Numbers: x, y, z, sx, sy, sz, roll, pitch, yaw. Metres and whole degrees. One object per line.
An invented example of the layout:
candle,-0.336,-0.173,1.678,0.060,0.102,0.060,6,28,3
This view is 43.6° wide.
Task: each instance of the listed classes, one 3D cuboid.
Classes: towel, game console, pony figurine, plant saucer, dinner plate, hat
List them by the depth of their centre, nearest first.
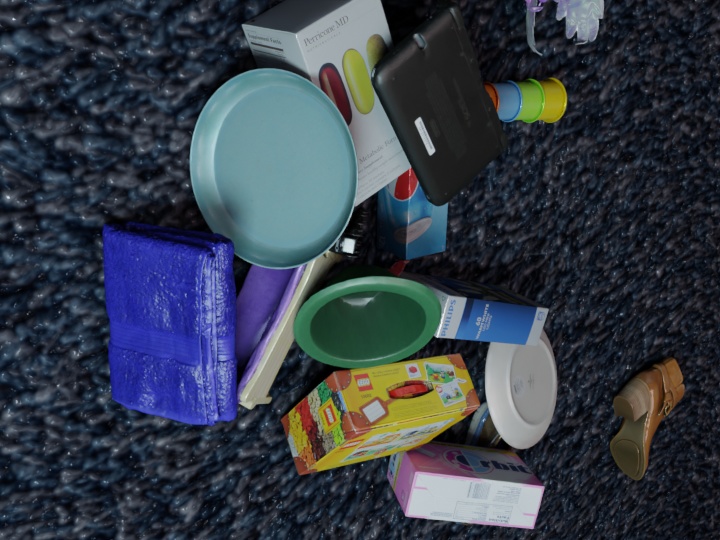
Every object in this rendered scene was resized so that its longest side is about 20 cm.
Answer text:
towel,-0.197,0.057,0.917,0.050,0.146,0.202,-48,143,-66
plant saucer,-0.086,-0.103,0.919,0.027,0.199,0.202,-23,124,-61
game console,0.082,-0.207,0.996,0.176,0.116,0.201,-42,133,-11
hat,0.000,0.000,1.042,0.164,0.177,0.201,-2,144,-7
pony figurine,0.214,-0.371,1.084,0.198,0.166,0.195,6,97,-24
dinner plate,0.248,0.163,1.337,0.199,0.024,0.202,8,79,-47

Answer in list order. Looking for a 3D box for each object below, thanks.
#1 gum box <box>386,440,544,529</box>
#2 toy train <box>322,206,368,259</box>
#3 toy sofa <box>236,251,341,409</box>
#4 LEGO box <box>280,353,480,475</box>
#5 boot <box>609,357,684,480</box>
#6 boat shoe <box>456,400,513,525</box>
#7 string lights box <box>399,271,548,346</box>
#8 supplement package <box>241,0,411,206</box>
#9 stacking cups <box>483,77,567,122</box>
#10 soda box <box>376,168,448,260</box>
gum box,0.148,0.293,1.249,0.198,0.114,0.067,10,102,-14
toy train,-0.018,-0.047,1.011,0.045,0.200,0.034,11,102,1
toy sofa,-0.106,0.045,0.996,0.201,0.082,0.098,-63,166,1
LEGO box,0.024,0.179,1.129,0.199,0.078,0.149,-4,152,-37
boot,0.520,0.264,1.622,0.155,0.076,0.202,-29,116,-31
boat shoe,0.188,0.302,1.361,0.072,0.072,0.202,2,106,-38
string lights box,0.147,0.053,1.211,0.199,0.102,0.060,8,103,-41
supplement package,-0.026,-0.192,0.971,0.113,0.109,0.201,-36,126,-22
stacking cups,0.175,-0.214,1.163,0.198,0.060,0.061,-11,114,-31
soda box,0.066,-0.120,1.104,0.067,0.064,0.202,-13,114,-34
